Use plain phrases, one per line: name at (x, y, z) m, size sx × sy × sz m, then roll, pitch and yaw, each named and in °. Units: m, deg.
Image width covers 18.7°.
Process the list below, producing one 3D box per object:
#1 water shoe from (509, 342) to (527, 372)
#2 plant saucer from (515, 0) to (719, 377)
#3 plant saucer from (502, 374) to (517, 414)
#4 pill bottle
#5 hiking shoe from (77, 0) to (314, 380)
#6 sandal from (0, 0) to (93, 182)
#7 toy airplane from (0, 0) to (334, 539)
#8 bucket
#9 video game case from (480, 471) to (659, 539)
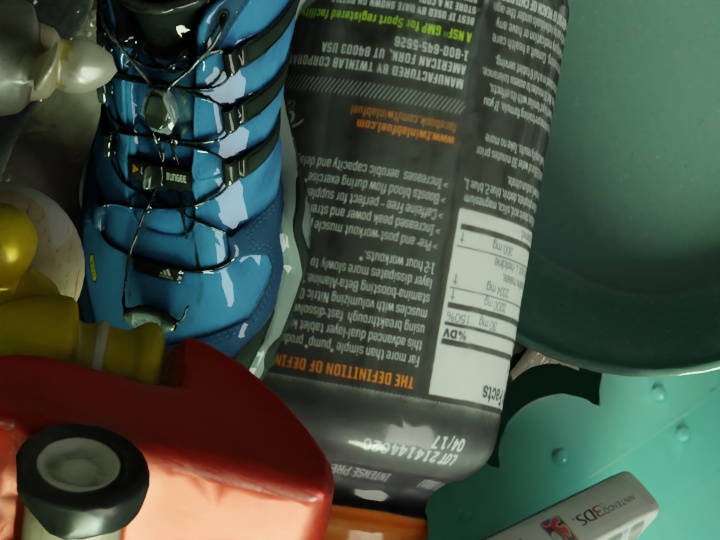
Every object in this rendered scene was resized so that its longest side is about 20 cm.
water shoe at (0.026, 0.017, 0.871) m, size 0.072 × 0.079 × 0.200 m, roll -46°, pitch 177°, yaw 4°
plant saucer at (0.102, -0.064, 0.767) m, size 0.200 × 0.200 × 0.036 m, roll -59°, pitch 166°, yaw 14°
plant saucer at (0.004, 0.125, 0.977) m, size 0.200 × 0.019 × 0.070 m, roll -47°, pitch 167°, yaw -22°
pill bottle at (0.000, 0.000, 0.700) m, size 0.106 × 0.106 × 0.201 m, roll 18°, pitch 81°, yaw -59°
hiking shoe at (-0.054, -0.052, 0.623) m, size 0.087 × 0.074 × 0.201 m, roll 20°, pitch 78°, yaw -70°
sandal at (-0.128, -0.050, 0.608) m, size 0.075 × 0.048 × 0.201 m, roll -19°, pitch 151°, yaw -41°
toy airplane at (-0.124, 0.020, 0.553) m, size 0.200 × 0.199 × 0.141 m, roll -26°, pitch -163°, yaw 31°
bucket at (0.102, 0.102, 0.872) m, size 0.207 × 0.135 × 0.207 m, roll -33°, pitch 179°, yaw -1°
video game case at (-0.004, 0.159, 0.731) m, size 0.182 × 0.023 × 0.200 m, roll -17°, pitch 148°, yaw -50°
